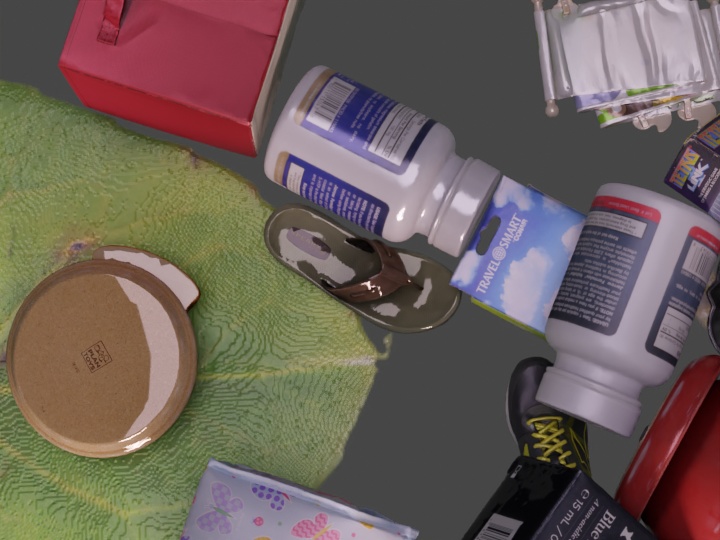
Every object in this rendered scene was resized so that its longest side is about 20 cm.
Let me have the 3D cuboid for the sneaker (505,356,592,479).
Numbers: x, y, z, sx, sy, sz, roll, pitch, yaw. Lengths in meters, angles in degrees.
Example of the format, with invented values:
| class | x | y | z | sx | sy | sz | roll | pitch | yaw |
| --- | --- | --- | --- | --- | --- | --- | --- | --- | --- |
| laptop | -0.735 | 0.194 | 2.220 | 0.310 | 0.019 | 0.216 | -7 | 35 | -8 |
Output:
| class | x | y | z | sx | sy | sz | roll | pitch | yaw |
| --- | --- | --- | --- | --- | --- | --- | --- | --- | --- |
| sneaker | 0.183 | 0.176 | 1.302 | 0.074 | 0.085 | 0.201 | -13 | 84 | 1 |

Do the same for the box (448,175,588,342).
| class | x | y | z | sx | sy | sz | roll | pitch | yaw |
| --- | --- | --- | --- | --- | --- | --- | --- | --- | --- |
| box | 0.196 | 0.009 | 1.339 | 0.199 | 0.048 | 0.122 | 27 | 86 | 5 |

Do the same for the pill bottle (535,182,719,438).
| class | x | y | z | sx | sy | sz | roll | pitch | yaw |
| --- | --- | --- | --- | --- | --- | --- | --- | --- | --- |
| pill bottle | 0.229 | 0.036 | 1.252 | 0.119 | 0.120 | 0.201 | 22 | 86 | 7 |

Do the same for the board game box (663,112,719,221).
| class | x | y | z | sx | sy | sz | roll | pitch | yaw |
| --- | --- | --- | --- | --- | --- | --- | --- | --- | --- |
| board game box | 0.385 | -0.083 | 1.258 | 0.165 | 0.200 | 0.057 | 37 | 131 | 20 |

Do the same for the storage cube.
| class | x | y | z | sx | sy | sz | roll | pitch | yaw |
| --- | --- | --- | --- | --- | --- | --- | --- | --- | --- |
| storage cube | -0.158 | -0.222 | 1.328 | 0.179 | 0.200 | 0.172 | 17 | 84 | 0 |

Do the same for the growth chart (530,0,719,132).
| class | x | y | z | sx | sy | sz | roll | pitch | yaw |
| --- | --- | --- | --- | --- | --- | --- | --- | --- | --- |
| growth chart | 0.265 | -0.203 | 1.376 | 0.198 | 0.018 | 0.146 | -2 | 83 | 4 |

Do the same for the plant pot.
| class | x | y | z | sx | sy | sz | roll | pitch | yaw |
| --- | --- | --- | --- | --- | --- | --- | --- | --- | --- |
| plant pot | 0.330 | 0.186 | 1.239 | 0.182 | 0.200 | 0.201 | 29 | 86 | 17 |

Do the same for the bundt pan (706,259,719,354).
| class | x | y | z | sx | sy | sz | roll | pitch | yaw |
| --- | --- | --- | --- | --- | --- | --- | --- | --- | --- |
| bundt pan | 0.422 | 0.035 | 1.306 | 0.200 | 0.076 | 0.203 | -1 | 82 | 4 |

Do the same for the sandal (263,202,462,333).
| class | x | y | z | sx | sy | sz | roll | pitch | yaw |
| --- | --- | --- | --- | --- | --- | --- | --- | --- | --- |
| sandal | -0.001 | 0.001 | 1.350 | 0.200 | 0.057 | 0.080 | 24 | 86 | 1 |

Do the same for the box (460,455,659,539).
| class | x | y | z | sx | sy | sz | roll | pitch | yaw |
| --- | --- | --- | --- | --- | --- | --- | --- | --- | --- |
| box | 0.168 | 0.294 | 1.184 | 0.200 | 0.117 | 0.197 | 42 | 76 | -15 |

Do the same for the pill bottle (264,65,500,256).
| class | x | y | z | sx | sy | sz | roll | pitch | yaw |
| --- | --- | --- | --- | --- | --- | --- | --- | --- | --- |
| pill bottle | 0.022 | -0.096 | 1.332 | 0.199 | 0.120 | 0.120 | 28 | 86 | 7 |

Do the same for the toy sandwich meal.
| class | x | y | z | sx | sy | sz | roll | pitch | yaw |
| --- | --- | --- | --- | --- | --- | --- | --- | --- | --- |
| toy sandwich meal | -0.241 | 0.076 | 1.363 | 0.204 | 0.070 | 0.207 | 0 | 88 | 5 |

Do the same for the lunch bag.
| class | x | y | z | sx | sy | sz | roll | pitch | yaw |
| --- | --- | --- | --- | --- | --- | --- | --- | --- | --- |
| lunch bag | -0.063 | 0.281 | 1.292 | 0.199 | 0.127 | 0.171 | 16 | 82 | 16 |
